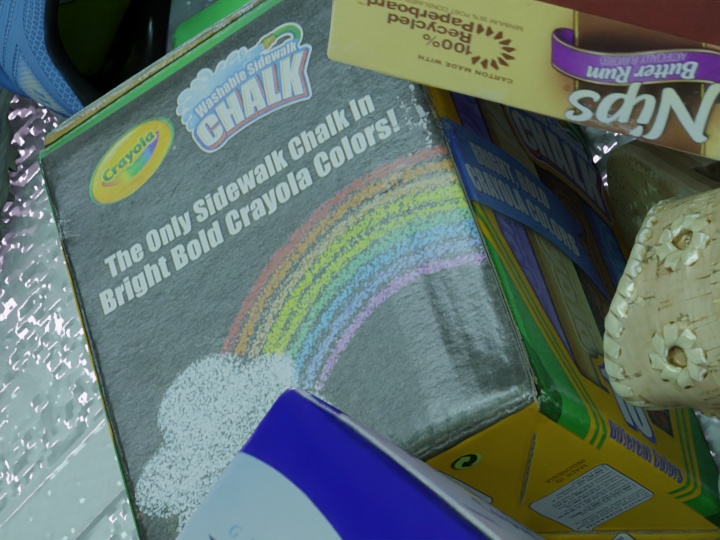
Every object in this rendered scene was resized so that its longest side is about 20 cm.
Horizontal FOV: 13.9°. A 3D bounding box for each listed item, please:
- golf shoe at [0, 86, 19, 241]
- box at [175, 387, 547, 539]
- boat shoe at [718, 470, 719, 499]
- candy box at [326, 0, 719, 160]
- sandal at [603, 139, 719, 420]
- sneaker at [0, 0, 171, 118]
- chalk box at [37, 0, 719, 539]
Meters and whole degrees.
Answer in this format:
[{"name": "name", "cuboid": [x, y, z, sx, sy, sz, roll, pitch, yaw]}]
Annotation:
[{"name": "golf shoe", "cuboid": [-0.151, -0.059, 0.974, 0.078, 0.097, 0.201, 28, 87, 36]}, {"name": "box", "cuboid": [0.005, 0.160, 0.720, 0.105, 0.184, 0.200, 35, 90, 39]}, {"name": "boat shoe", "cuboid": [0.170, 0.068, 0.732, 0.199, 0.064, 0.071, 17, 79, 37]}, {"name": "candy box", "cuboid": [0.073, -0.117, 0.783, 0.116, 0.057, 0.200, 14, 40, 7]}, {"name": "sandal", "cuboid": [0.091, 0.013, 0.748, 0.069, 0.078, 0.212, -23, 17, -11]}, {"name": "sneaker", "cuboid": [-0.077, -0.131, 0.877, 0.078, 0.201, 0.089, -23, 42, -30]}, {"name": "chalk box", "cuboid": [0.000, 0.000, 0.835, 0.124, 0.124, 0.201, -30, 55, 19]}]
